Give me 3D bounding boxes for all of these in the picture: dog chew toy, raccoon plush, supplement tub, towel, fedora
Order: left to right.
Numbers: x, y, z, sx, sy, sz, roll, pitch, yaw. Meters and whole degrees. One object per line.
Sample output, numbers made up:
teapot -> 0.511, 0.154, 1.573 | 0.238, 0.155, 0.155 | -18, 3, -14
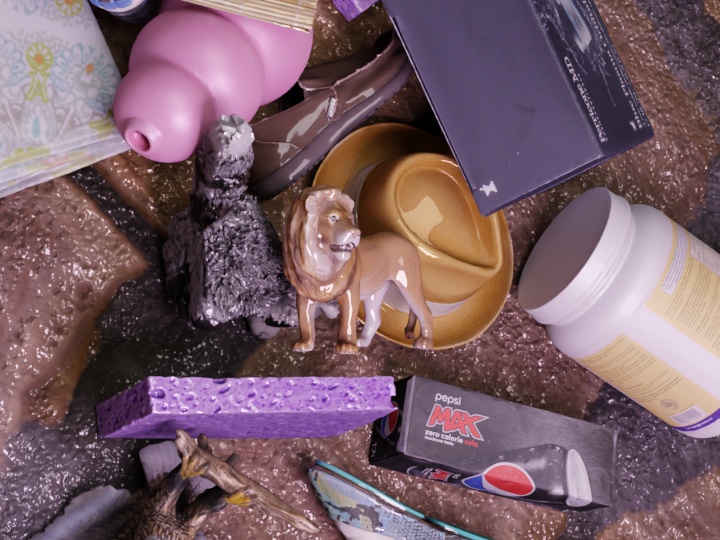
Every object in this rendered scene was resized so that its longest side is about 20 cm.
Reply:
towel -> -0.275, -0.157, 1.378 | 0.171, 0.048, 0.200 | -23, 88, -34
dog chew toy -> -0.120, -0.157, 1.401 | 0.125, 0.124, 0.200 | 45, 48, -11
raccoon plush -> -0.064, -0.024, 1.384 | 0.134, 0.200, 0.097 | -3, 52, -28
fedora -> 0.057, -0.035, 1.499 | 0.200, 0.082, 0.201 | 7, 74, -26
supplement tub -> 0.248, 0.035, 1.547 | 0.200, 0.145, 0.146 | 34, 64, -16

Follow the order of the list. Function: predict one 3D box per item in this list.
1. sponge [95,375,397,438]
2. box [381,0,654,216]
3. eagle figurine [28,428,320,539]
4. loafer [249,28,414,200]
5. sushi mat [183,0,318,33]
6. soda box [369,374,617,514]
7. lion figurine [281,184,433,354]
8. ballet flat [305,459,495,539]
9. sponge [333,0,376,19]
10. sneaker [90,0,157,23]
sponge -> -0.085, 0.104, 1.371 | 0.200, 0.112, 0.030 | 2, 74, -28
box -> 0.135, -0.166, 1.504 | 0.197, 0.117, 0.200 | 65, 23, 1
eagle figurine -> -0.157, 0.214, 1.315 | 0.152, 0.151, 0.200 | 37, 92, 29
loafer -> -0.028, -0.142, 1.488 | 0.071, 0.073, 0.200 | 49, 60, -8
sushi mat -> -0.126, -0.241, 1.370 | 0.199, 0.012, 0.096 | 13, 60, -12
soda box -> 0.111, 0.145, 1.493 | 0.200, 0.063, 0.071 | 16, 70, -23
lion figurine -> 0.000, 0.000, 1.390 | 0.200, 0.072, 0.123 | 1, 91, -66
ballet flat -> 0.037, 0.216, 1.436 | 0.200, 0.074, 0.074 | 26, 66, -16
sponge -> 0.030, -0.311, 1.580 | 0.200, 0.030, 0.112 | -38, 96, -30
sneaker -> -0.204, -0.279, 1.434 | 0.077, 0.085, 0.200 | -17, 69, 7
